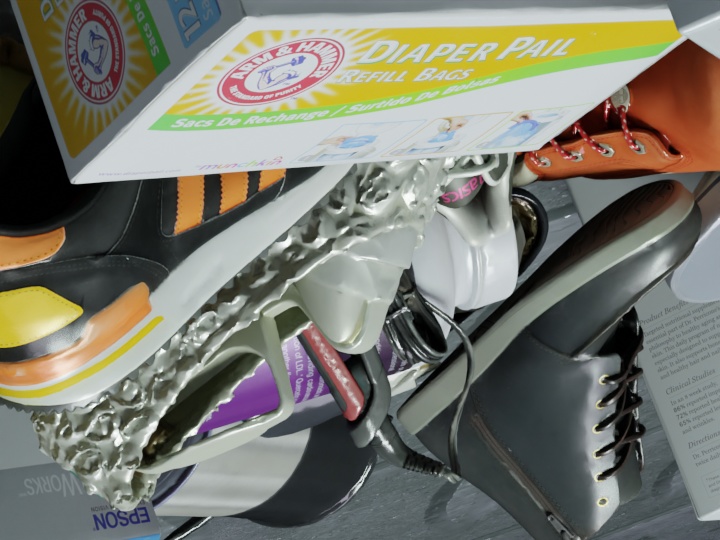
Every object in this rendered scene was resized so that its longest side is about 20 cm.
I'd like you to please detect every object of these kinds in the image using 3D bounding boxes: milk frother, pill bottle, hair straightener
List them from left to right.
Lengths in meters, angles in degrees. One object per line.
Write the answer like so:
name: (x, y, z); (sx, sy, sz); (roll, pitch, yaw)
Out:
milk frother: (-0.092, 0.119, 1.265); (0.180, 0.200, 0.188); (-23, 165, 23)
pill bottle: (-0.037, 0.003, 1.097); (0.200, 0.113, 0.112); (-16, 164, -16)
hair straightener: (0.000, 0.000, 1.027); (0.077, 0.200, 0.041); (-34, -162, -10)

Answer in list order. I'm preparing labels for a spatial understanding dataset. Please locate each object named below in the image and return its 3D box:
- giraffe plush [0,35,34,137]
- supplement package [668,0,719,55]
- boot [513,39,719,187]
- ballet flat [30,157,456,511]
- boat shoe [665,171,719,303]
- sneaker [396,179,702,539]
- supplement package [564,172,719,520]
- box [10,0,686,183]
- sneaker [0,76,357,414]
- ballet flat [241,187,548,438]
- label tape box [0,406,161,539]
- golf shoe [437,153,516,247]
giraffe plush: (-0.155, -0.009, 0.898); (0.162, 0.173, 0.200); (-30, 130, -7)
supplement package: (0.161, -0.146, 0.737); (0.152, 0.151, 0.200); (-26, 164, 20)
boot: (0.115, -0.069, 1.081); (0.107, 0.075, 0.200); (-9, 176, -14)
ballet flat: (-0.032, 0.019, 0.935); (0.200, 0.072, 0.072); (-38, 161, 11)
boat shoe: (0.206, -0.070, 1.155); (0.200, 0.065, 0.074); (-45, 138, 16)
sneaker: (0.113, 0.045, 1.153); (0.200, 0.106, 0.075); (-45, -178, 43)
supplement package: (0.221, 0.004, 1.265); (0.152, 0.200, 0.151); (-27, 164, 23)
box: (-0.003, -0.102, 0.786); (0.200, 0.113, 0.101); (-6, 159, -40)
sneaker: (-0.062, -0.048, 0.814); (0.200, 0.070, 0.090); (-49, 137, -29)
ballet flat: (0.022, 0.015, 1.198); (0.200, 0.073, 0.073); (-38, 179, -38)
label tape box: (-0.165, 0.101, 1.101); (0.143, 0.200, 0.066); (-4, 157, -46)
golf shoe: (0.028, -0.072, 0.976); (0.077, 0.088, 0.200); (-22, 163, 11)
